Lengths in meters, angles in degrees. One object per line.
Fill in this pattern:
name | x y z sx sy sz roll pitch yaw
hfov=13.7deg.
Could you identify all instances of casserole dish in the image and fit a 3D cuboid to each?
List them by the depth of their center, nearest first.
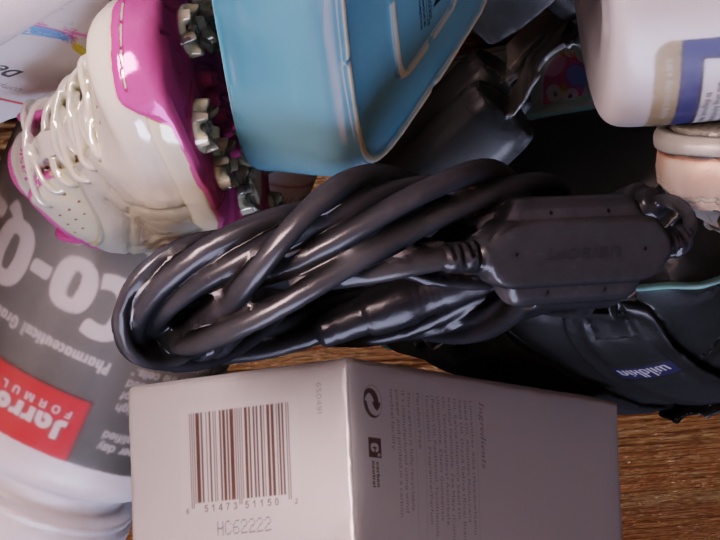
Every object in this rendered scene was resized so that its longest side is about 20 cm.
casserole dish | 0.004 -0.102 0.901 0.039 0.121 0.200 26 155 17

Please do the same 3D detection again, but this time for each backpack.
backpack | 0.114 -0.017 1.227 0.175 0.154 0.200 -13 154 30

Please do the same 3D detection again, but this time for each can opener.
can opener | 0.036 -0.065 1.114 0.066 0.053 0.200 36 114 -14

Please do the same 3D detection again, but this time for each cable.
cable | 0.000 0.000 0.983 0.199 0.051 0.163 -6 174 -34

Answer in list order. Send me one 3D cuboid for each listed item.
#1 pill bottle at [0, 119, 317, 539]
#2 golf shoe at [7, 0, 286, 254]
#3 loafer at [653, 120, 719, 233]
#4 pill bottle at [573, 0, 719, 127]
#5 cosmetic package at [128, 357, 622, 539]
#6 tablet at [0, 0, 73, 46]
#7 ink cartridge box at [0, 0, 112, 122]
pill bottle | -0.103 0.017 1.153 0.114 0.201 0.114 24 -165 -7
golf shoe | -0.077 -0.039 0.982 0.091 0.076 0.200 -6 166 4
loafer | 0.160 -0.031 1.074 0.072 0.063 0.200 6 -169 26
pill bottle | 0.173 -0.110 0.991 0.199 0.112 0.111 -5 165 -2
cosmetic package | 0.010 0.081 1.143 0.101 0.072 0.200 -9 169 33
tablet | -0.145 -0.114 0.896 0.200 0.014 0.130 -26 123 37
ink cartridge box | -0.115 -0.103 0.993 0.199 0.068 0.117 -16 163 32
